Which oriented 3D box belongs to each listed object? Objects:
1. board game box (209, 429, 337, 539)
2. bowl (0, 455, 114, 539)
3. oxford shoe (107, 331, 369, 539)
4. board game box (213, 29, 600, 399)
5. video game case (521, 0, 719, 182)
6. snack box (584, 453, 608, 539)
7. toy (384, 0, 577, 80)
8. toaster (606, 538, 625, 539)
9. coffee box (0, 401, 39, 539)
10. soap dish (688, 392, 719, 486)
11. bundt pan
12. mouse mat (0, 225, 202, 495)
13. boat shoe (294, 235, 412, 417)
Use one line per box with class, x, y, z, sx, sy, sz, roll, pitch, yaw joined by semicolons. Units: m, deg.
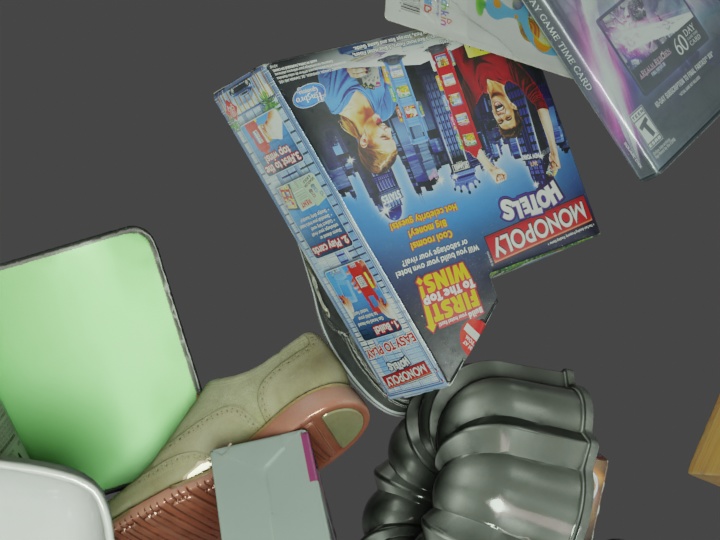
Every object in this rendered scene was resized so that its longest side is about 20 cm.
board game box;-0.030;0.216;0.913;0.064;0.148;0.200;-13;122;-2
bowl;-0.234;0.192;0.891;0.199;0.075;0.200;3;100;-4
oxford shoe;-0.089;0.113;0.980;0.200;0.071;0.074;-31;54;7
board game box;0.039;-0.037;0.928;0.200;0.062;0.200;-18;90;-36
video game case;0.150;-0.169;0.933;0.143;0.019;0.200;-40;100;-39
snack box;0.102;0.209;1.011;0.072;0.024;0.200;11;96;-5
toy;0.089;-0.165;0.929;0.200;0.047;0.115;15;67;-33
toaster;0.161;0.281;0.956;0.200;0.119;0.181;-37;103;-4
coffee box;-0.277;0.100;0.954;0.114;0.080;0.200;-26;97;1
soap dish;0.315;0.066;0.976;0.157;0.081;0.200;22;96;-4
bundt pan;0.055;0.141;0.909;0.076;0.202;0.202;19;95;-14
mouse mat;-0.204;0.073;0.998;0.200;0.008;0.161;-16;96;-1
boat shoe;0.000;0.000;0.966;0.070;0.066;0.200;-18;96;1
